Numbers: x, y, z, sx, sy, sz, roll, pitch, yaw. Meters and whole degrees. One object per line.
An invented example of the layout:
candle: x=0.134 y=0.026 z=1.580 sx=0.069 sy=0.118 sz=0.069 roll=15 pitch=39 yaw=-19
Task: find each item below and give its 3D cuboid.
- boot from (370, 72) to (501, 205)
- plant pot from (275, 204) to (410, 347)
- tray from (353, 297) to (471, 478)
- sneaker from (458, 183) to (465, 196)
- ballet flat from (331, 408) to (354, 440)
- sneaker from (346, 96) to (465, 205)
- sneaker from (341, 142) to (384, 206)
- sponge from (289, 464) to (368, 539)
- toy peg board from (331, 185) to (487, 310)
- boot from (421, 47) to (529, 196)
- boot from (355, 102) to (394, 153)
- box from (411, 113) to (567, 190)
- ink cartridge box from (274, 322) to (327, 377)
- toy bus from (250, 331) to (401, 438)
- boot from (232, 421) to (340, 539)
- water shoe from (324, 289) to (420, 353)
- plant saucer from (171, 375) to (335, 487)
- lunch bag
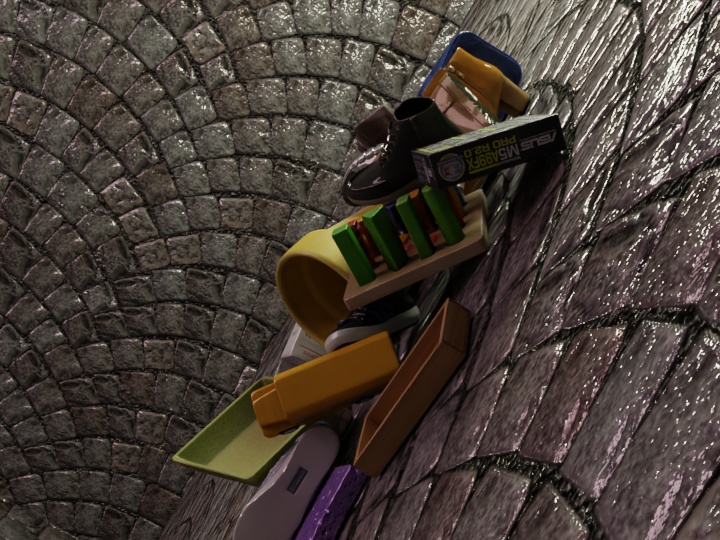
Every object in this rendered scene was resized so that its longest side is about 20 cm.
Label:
boot: x=0.112 y=-0.153 z=1.597 sx=0.066 sy=0.176 sz=0.201 roll=14 pitch=-59 yaw=-50
plant pot: x=0.000 y=0.000 z=1.747 sx=0.189 sy=0.201 sz=0.201 roll=-46 pitch=-3 yaw=-35
tray: x=0.060 y=0.137 z=1.299 sx=0.201 sy=0.037 sz=0.099 roll=-57 pitch=7 yaw=28
sneaker: x=0.142 y=-0.113 z=1.686 sx=0.087 sy=0.074 sz=0.202 roll=-6 pitch=56 yaw=61
ballet flat: x=-0.067 y=0.240 z=1.704 sx=0.069 sy=0.067 sz=0.200 roll=-63 pitch=6 yaw=-33
sneaker: x=0.045 y=-0.167 z=1.533 sx=0.198 sy=0.106 sz=0.075 roll=-23 pitch=37 yaw=28
sneaker: x=0.044 y=-0.143 z=1.720 sx=0.199 sy=0.075 sz=0.116 roll=-38 pitch=29 yaw=26
sponge: x=-0.049 y=0.307 z=1.439 sx=0.112 sy=0.030 sz=0.200 roll=-62 pitch=7 yaw=-17
toy peg board: x=0.060 y=-0.064 z=1.498 sx=0.198 sy=0.099 sz=0.200 roll=-24 pitch=18 yaw=15
boot: x=0.149 y=-0.217 z=1.651 sx=0.203 sy=0.143 sz=0.071 roll=-62 pitch=2 yaw=-18
boot: x=0.062 y=-0.154 z=1.817 sx=0.187 sy=0.199 sz=0.064 roll=-56 pitch=7 yaw=31
box: x=0.150 y=-0.146 z=1.371 sx=0.158 sy=0.045 sz=0.200 roll=-18 pitch=8 yaw=-1
ink cartridge box: x=-0.052 y=0.114 z=1.861 sx=0.202 sy=0.115 sz=0.067 roll=-67 pitch=13 yaw=-14
toy bus: x=-0.043 y=0.148 z=1.441 sx=0.198 sy=0.066 sz=0.078 roll=-22 pitch=-15 yaw=2
boot: x=-0.092 y=0.287 z=1.476 sx=0.201 sy=0.073 sz=0.090 roll=-52 pitch=-1 yaw=-3
water shoe: x=0.004 y=0.061 z=1.519 sx=0.071 sy=0.080 sz=0.199 roll=-31 pitch=-8 yaw=31
plant saucer: x=-0.138 y=0.235 z=1.598 sx=0.198 sy=0.048 sz=0.200 roll=0 pitch=34 yaw=49
lunch bag: x=0.165 y=-0.279 z=1.840 sx=0.201 sy=0.135 sz=0.132 roll=-62 pitch=7 yaw=-22
